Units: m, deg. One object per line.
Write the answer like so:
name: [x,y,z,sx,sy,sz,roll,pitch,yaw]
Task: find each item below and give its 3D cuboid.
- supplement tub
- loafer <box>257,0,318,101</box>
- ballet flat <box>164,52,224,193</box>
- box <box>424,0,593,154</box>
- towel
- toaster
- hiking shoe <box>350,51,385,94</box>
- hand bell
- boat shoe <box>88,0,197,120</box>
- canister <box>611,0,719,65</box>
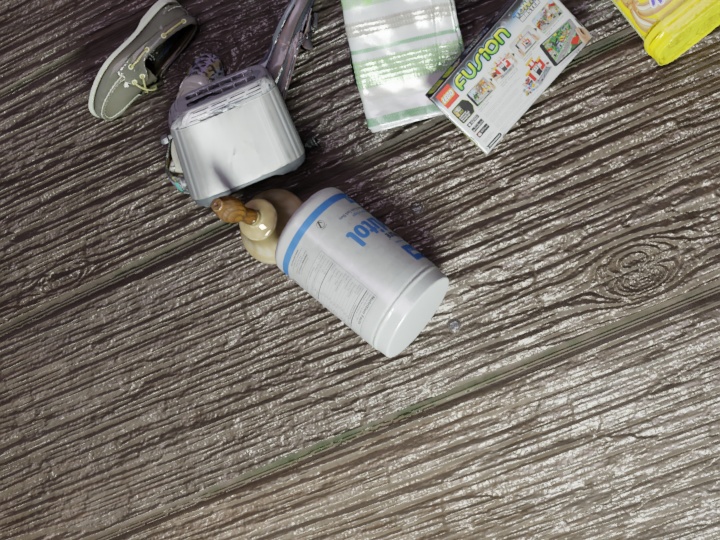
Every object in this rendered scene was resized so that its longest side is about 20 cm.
supplement tub: [0.000,0.000,1.384,0.199,0.132,0.133,38,95,16]
loafer: [-0.094,-0.302,1.486,0.062,0.072,0.202,28,99,-2]
ballet flat: [-0.232,-0.210,1.509,0.071,0.072,0.203,8,86,17]
box: [0.189,-0.260,1.377,0.110,0.035,0.200,41,97,-17]
towel: [0.059,-0.289,1.386,0.147,0.031,0.203,-14,110,0]
toaster: [-0.161,-0.183,1.430,0.198,0.114,0.130,-22,117,-1]
hiking shoe: [0.010,-0.323,1.430,0.075,0.101,0.203,-5,82,18]
hand bell: [-0.147,-0.071,1.400,0.103,0.200,0.106,-2,84,17]
boat shoe: [-0.309,-0.293,1.539,0.060,0.072,0.203,38,92,21]
canister: [0.367,-0.379,1.337,0.148,0.086,0.201,-38,74,11]
